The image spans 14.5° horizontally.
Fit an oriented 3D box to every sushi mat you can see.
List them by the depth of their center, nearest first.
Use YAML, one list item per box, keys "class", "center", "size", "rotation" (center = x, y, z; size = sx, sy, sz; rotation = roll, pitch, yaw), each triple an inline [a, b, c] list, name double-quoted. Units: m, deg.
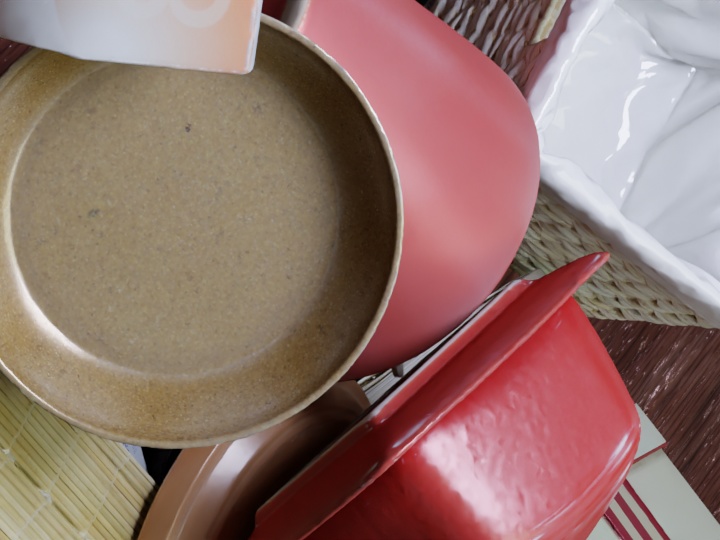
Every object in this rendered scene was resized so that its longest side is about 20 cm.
- class: "sushi mat"
  center: [-0.151, 0.104, 1.321]
  size: [0.096, 0.012, 0.200]
  rotation: [-57, 145, -19]

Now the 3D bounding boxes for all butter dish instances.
- class: "butter dish"
  center: [0.059, 0.116, 1.376]
  size: [0.199, 0.148, 0.200]
  rotation: [-42, 179, -40]

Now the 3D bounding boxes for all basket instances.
- class: "basket"
  center: [0.145, -0.095, 1.539]
  size: [0.200, 0.161, 0.199]
  rotation: [35, 72, -29]

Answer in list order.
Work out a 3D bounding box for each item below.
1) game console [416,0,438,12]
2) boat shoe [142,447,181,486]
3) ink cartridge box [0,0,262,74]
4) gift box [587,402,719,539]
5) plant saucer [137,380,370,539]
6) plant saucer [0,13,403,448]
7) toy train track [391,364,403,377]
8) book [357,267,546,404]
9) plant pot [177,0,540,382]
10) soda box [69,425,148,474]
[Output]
- class: "game console"
  center: [0.050, -0.103, 1.641]
  size: [0.176, 0.116, 0.200]
  rotation: [40, 69, -26]
- class: "boat shoe"
  center: [-0.070, 0.038, 1.483]
  size: [0.057, 0.067, 0.201]
  rotation: [22, 91, -64]
- class: "ink cartridge box"
  center: [-0.133, -0.171, 1.158]
  size: [0.050, 0.199, 0.163]
  rotation: [-115, -149, -68]
- class: "gift box"
  center: [0.099, 0.202, 1.647]
  size: [0.200, 0.187, 0.184]
  rotation: [-42, 167, 30]
- class: "plant saucer"
  center: [-0.049, 0.143, 1.458]
  size: [0.200, 0.032, 0.201]
  rotation: [-40, 142, -41]
- class: "plant saucer"
  center: [-0.082, -0.022, 1.250]
  size: [0.035, 0.199, 0.201]
  rotation: [-118, -140, -76]
- class: "toy train track"
  center: [0.000, 0.000, 1.522]
  size: [0.200, 0.032, 0.115]
  rotation: [161, -73, -84]
- class: "book"
  center: [0.063, 0.077, 1.629]
  size: [0.133, 0.048, 0.200]
  rotation: [-36, 163, -8]
- class: "plant pot"
  center: [-0.037, -0.073, 1.369]
  size: [0.177, 0.200, 0.201]
  rotation: [45, 68, -45]
- class: "soda box"
  center: [-0.145, 0.124, 1.411]
  size: [0.068, 0.063, 0.200]
  rotation: [-45, 141, -33]
